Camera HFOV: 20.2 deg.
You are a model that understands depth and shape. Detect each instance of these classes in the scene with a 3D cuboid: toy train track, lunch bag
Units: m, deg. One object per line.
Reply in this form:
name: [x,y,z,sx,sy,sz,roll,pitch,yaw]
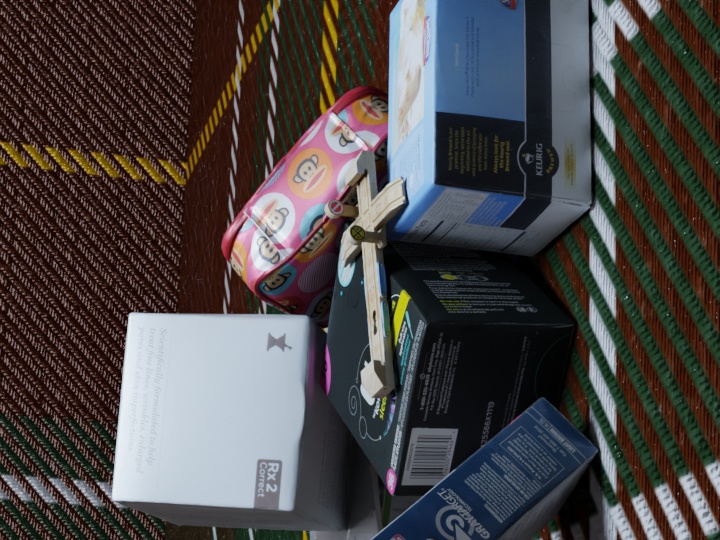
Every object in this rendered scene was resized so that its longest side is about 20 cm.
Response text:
toy train track: [0.000,0.000,1.556,0.115,0.032,0.202,133,137,-54]
lunch bag: [-0.006,-0.047,1.719,0.200,0.176,0.082,-48,57,8]

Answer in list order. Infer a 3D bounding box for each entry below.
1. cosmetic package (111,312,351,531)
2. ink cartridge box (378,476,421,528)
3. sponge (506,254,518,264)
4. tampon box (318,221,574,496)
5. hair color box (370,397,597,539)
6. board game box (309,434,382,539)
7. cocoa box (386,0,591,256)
cosmetic package: [-0.105,0.136,1.764,0.200,0.163,0.167,49,-137,-73]
ink cartridge box: [0.036,0.194,1.870,0.104,0.059,0.202,-163,79,-76]
sponge: [0.102,-0.003,1.739,0.112,0.029,0.202,-107,27,-56]
tampon box: [0.061,0.067,1.608,0.200,0.125,0.151,-130,46,-60]
hair color box: [0.073,0.185,1.438,0.060,0.199,0.100,43,144,16]
board game box: [-0.006,0.234,1.845,0.201,0.026,0.201,113,158,-47]
cocoa box: [0.097,-0.130,1.580,0.133,0.130,0.202,131,143,-66]
